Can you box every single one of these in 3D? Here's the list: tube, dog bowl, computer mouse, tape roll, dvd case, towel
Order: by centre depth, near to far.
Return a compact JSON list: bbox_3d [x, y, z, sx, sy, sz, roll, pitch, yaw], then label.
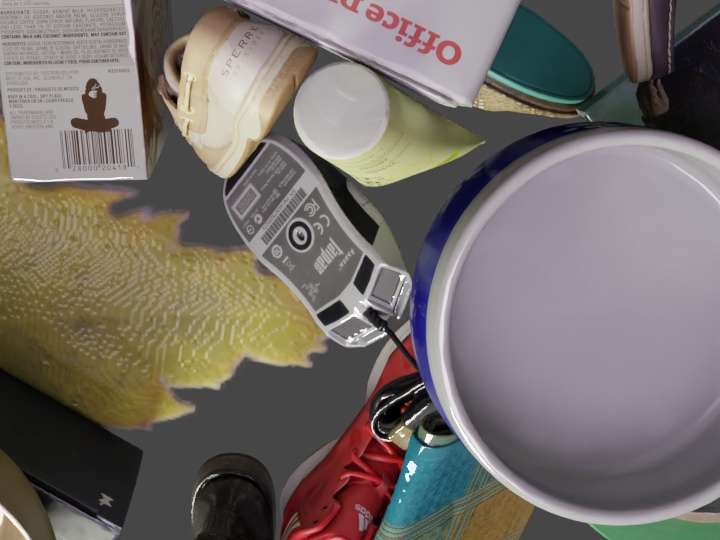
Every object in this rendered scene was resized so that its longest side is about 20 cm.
[{"bbox_3d":[0.127,0.024,1.359,0.200,0.079,0.201,-1,98,-10],"label":"dog bowl"},{"bbox_3d":[0.015,-0.070,1.426,0.058,0.200,0.052,23,90,14],"label":"tube"},{"bbox_3d":[0.185,0.058,1.438,0.200,0.048,0.201,-2,99,-10],"label":"tape roll"},{"bbox_3d":[0.232,-0.050,1.467,0.146,0.022,0.200,-36,104,-4],"label":"dvd case"},{"bbox_3d":[0.000,0.000,1.496,0.200,0.044,0.110,52,125,16],"label":"computer mouse"},{"bbox_3d":[0.058,0.134,1.519,0.022,0.147,0.200,45,136,25],"label":"towel"}]

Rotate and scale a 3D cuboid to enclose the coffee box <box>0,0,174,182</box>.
[{"bbox_3d":[-0.150,-0.160,1.428,0.080,0.114,0.200,-1,113,5],"label":"coffee box"}]

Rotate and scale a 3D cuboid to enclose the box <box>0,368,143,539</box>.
[{"bbox_3d":[-0.243,0.166,1.584,0.148,0.104,0.200,32,112,-10],"label":"box"}]

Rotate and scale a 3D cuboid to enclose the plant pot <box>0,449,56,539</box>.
[{"bbox_3d":[-0.250,0.155,1.449,0.200,0.135,0.201,2,113,4],"label":"plant pot"}]

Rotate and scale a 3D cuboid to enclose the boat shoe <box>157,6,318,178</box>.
[{"bbox_3d":[-0.072,-0.102,1.419,0.069,0.200,0.074,34,77,-4],"label":"boat shoe"}]

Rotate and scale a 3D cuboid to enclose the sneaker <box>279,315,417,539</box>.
[{"bbox_3d":[0.021,0.113,1.538,0.078,0.116,0.200,29,114,-11],"label":"sneaker"}]

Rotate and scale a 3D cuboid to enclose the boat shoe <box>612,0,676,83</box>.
[{"bbox_3d":[0.167,-0.199,1.402,0.065,0.072,0.200,0,95,-3],"label":"boat shoe"}]

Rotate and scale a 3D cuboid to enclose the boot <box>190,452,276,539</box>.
[{"bbox_3d":[-0.078,0.219,1.559,0.069,0.174,0.200,-7,113,6],"label":"boot"}]

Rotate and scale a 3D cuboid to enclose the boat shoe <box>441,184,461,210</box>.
[{"bbox_3d":[0.137,0.012,1.512,0.200,0.069,0.072,31,112,-10],"label":"boat shoe"}]

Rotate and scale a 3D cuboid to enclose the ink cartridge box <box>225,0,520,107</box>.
[{"bbox_3d":[0.028,-0.202,1.378,0.146,0.083,0.200,26,90,-8],"label":"ink cartridge box"}]

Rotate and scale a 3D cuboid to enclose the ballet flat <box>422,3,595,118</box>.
[{"bbox_3d":[0.034,-0.133,1.466,0.200,0.071,0.065,31,139,-7],"label":"ballet flat"}]
